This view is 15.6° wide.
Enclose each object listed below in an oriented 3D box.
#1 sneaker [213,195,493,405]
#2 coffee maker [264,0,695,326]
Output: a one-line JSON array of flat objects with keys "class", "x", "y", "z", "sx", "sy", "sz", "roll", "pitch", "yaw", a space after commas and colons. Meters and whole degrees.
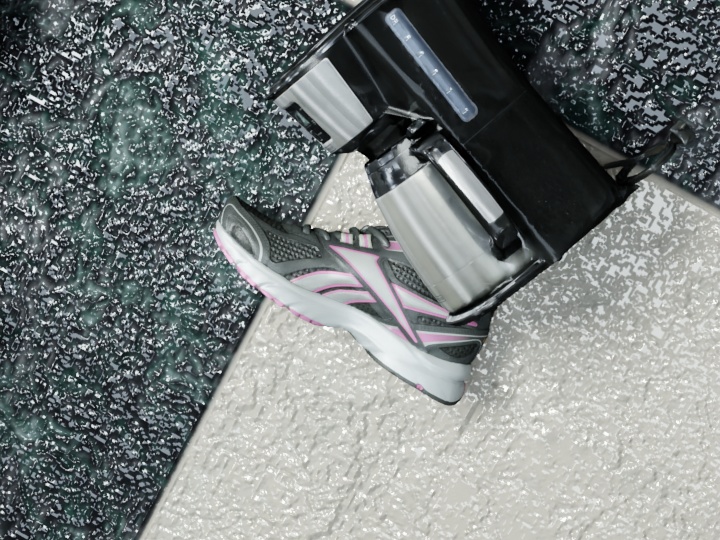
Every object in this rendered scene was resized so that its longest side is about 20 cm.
[{"class": "sneaker", "x": 0.000, "y": 0.000, "z": 1.719, "sx": 0.199, "sy": 0.080, "sz": 0.087, "roll": 31, "pitch": 96, "yaw": -9}, {"class": "coffee maker", "x": 0.069, "y": -0.097, "z": 1.653, "sx": 0.200, "sy": 0.192, "sz": 0.135, "roll": 53, "pitch": 148, "yaw": -5}]
